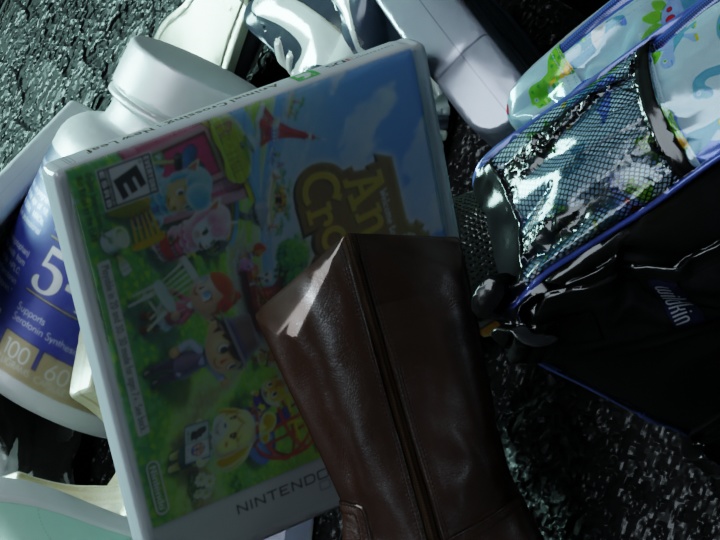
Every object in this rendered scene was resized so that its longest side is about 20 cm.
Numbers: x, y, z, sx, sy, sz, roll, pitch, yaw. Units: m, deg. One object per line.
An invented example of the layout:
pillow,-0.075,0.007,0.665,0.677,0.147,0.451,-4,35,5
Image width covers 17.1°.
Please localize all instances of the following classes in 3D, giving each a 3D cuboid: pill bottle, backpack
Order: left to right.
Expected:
pill bottle,-0.128,-0.020,1.317,0.120,0.119,0.201,41,108,52
backpack,0.163,-0.041,0.939,0.200,0.183,0.147,-34,48,27

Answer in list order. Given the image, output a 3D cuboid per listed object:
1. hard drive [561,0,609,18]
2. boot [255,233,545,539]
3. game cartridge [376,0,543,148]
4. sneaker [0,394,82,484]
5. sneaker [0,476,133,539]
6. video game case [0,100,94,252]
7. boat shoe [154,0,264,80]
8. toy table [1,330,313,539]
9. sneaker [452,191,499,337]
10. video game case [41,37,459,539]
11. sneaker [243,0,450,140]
hard drive,0.114,-0.235,1.142,0.033,0.139,0.201,20,86,52
boot,-0.017,0.093,1.032,0.064,0.186,0.201,-177,68,-72
game cartridge,0.059,-0.100,1.138,0.042,0.133,0.200,-45,40,13
sneaker,-0.197,0.154,1.367,0.086,0.080,0.201,-52,29,35
sneaker,-0.144,0.164,1.082,0.118,0.199,0.074,-74,-9,-47
video game case,-0.223,0.017,1.372,0.183,0.023,0.200,-65,-5,33
boat shoe,-0.067,-0.140,1.377,0.073,0.063,0.200,55,133,33
toy table,-0.106,0.123,1.226,0.184,0.117,0.201,-32,47,36
sneaker,0.000,0.000,1.165,0.199,0.077,0.079,-18,50,12
video game case,-0.035,0.018,1.062,0.022,0.181,0.201,28,134,57
sneaker,-0.014,-0.104,1.282,0.129,0.079,0.200,-3,79,62
